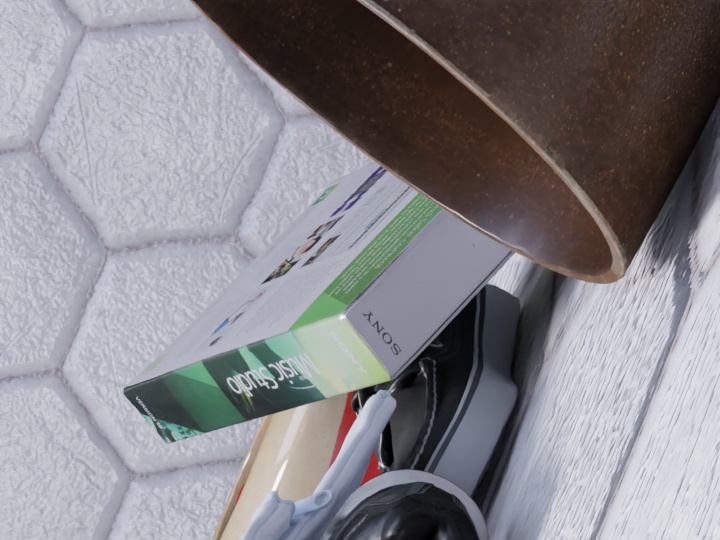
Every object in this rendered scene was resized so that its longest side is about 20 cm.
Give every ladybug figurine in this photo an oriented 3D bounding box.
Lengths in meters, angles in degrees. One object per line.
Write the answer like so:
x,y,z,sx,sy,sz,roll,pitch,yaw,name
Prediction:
-0.021,0.105,1.333,0.200,0.072,0.136,115,176,-49,ladybug figurine

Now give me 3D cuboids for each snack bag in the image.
-0.052,0.146,0.935,0.189,0.021,0.200,-66,-7,34,snack bag

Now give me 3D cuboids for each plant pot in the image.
0.063,-0.131,0.831,0.200,0.187,0.187,-52,0,-8,plant pot

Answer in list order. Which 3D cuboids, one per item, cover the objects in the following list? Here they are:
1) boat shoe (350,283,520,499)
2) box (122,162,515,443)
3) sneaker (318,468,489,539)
0.024,0.050,1.059,0.200,0.056,0.069,-74,8,-72,boat shoe
0.000,0.000,1.086,0.144,0.036,0.200,-46,11,-27,box
-0.013,0.151,0.848,0.091,0.066,0.201,114,180,-80,sneaker
